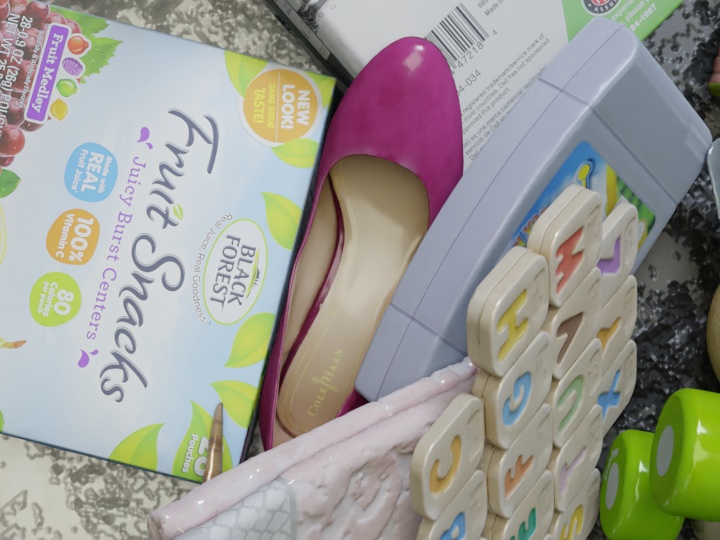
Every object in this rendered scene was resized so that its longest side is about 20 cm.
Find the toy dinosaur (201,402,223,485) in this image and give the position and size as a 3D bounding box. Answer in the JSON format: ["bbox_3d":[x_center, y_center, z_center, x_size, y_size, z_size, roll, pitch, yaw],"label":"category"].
[{"bbox_3d":[-0.106,0.160,0.725,0.200,0.060,0.106,-37,91,-8],"label":"toy dinosaur"}]

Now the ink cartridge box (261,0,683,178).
[{"bbox_3d":[0.030,-0.155,0.798,0.145,0.084,0.200,-43,104,-6],"label":"ink cartridge box"}]

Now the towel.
[{"bbox_3d":[-0.011,0.154,0.718,0.191,0.032,0.201,-21,126,-41],"label":"towel"}]

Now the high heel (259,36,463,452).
[{"bbox_3d":[0.000,0.000,0.750,0.067,0.096,0.201,14,119,6],"label":"high heel"}]

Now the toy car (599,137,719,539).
[{"bbox_3d":[0.213,0.034,0.786,0.163,0.158,0.201,10,71,-5],"label":"toy car"}]

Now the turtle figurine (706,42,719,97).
[{"bbox_3d":[0.231,-0.163,0.842,0.199,0.064,0.162,7,83,-2],"label":"turtle figurine"}]

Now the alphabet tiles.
[{"bbox_3d":[0.081,0.067,0.748,0.015,0.201,0.196,18,43,29],"label":"alphabet tiles"}]

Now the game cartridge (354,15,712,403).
[{"bbox_3d":[0.082,-0.010,0.778,0.040,0.133,0.200,33,90,37],"label":"game cartridge"}]

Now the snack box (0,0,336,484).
[{"bbox_3d":[-0.114,-0.012,0.808,0.168,0.068,0.201,15,84,-1],"label":"snack box"}]
